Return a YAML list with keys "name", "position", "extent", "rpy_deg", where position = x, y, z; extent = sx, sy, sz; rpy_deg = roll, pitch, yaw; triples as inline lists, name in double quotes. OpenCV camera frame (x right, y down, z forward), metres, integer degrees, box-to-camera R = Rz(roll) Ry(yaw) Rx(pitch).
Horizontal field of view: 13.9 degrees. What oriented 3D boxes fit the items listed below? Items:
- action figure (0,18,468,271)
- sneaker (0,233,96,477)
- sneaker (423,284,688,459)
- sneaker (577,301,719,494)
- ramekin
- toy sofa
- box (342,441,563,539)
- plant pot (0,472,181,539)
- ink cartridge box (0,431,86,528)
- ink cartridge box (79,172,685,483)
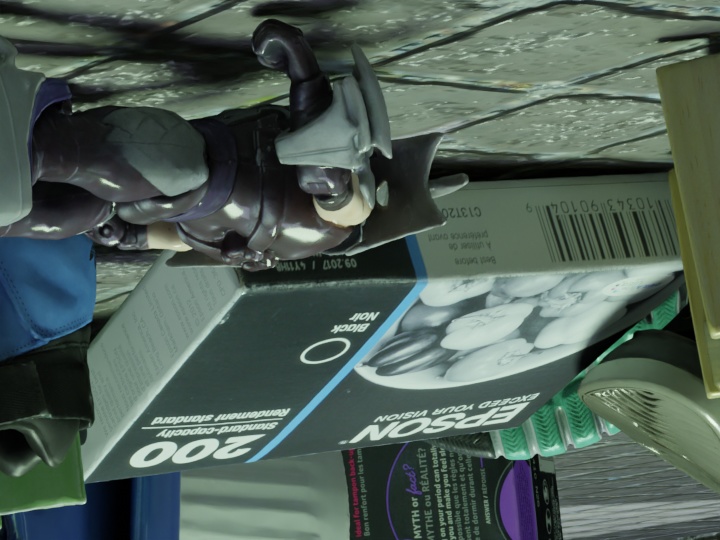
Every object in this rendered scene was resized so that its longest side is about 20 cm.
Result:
- name: "action figure"
  position: [-0.058, -0.028, 0.781]
  extent: [0.199, 0.070, 0.130]
  rpy_deg: [-2, 164, -46]
- name: "sneaker"
  position: [-0.164, 0.020, 0.863]
  extent: [0.199, 0.112, 0.077]
  rpy_deg: [2, 169, -40]
- name: "sneaker"
  position: [0.111, 0.043, 1.328]
  extent: [0.199, 0.075, 0.088]
  rpy_deg: [-8, 176, 11]
- name: "sneaker"
  position: [0.142, 0.023, 1.122]
  extent: [0.075, 0.107, 0.200]
  rpy_deg: [29, 177, 12]
- name: "ramekin"
  position: [-0.097, 0.132, 1.385]
  extent: [0.097, 0.202, 0.200]
  rpy_deg: [9, 165, -32]
- name: "toy sofa"
  position: [0.147, -0.017, 0.920]
  extent: [0.097, 0.083, 0.200]
  rpy_deg: [-11, 171, 6]
- name: "box"
  position: [-0.005, 0.111, 1.522]
  extent: [0.199, 0.123, 0.106]
  rpy_deg: [-7, 171, 15]
- name: "plant pot"
  position: [-0.187, 0.139, 1.266]
  extent: [0.179, 0.201, 0.200]
  rpy_deg: [9, 163, -31]
- name: "ink cartridge box"
  position: [-0.182, 0.044, 1.033]
  extent: [0.199, 0.105, 0.059]
  rpy_deg: [-9, 171, 17]
- name: "ink cartridge box"
  position: [-0.006, 0.032, 1.066]
  extent: [0.197, 0.044, 0.200]
  rpy_deg: [-5, 156, -32]
